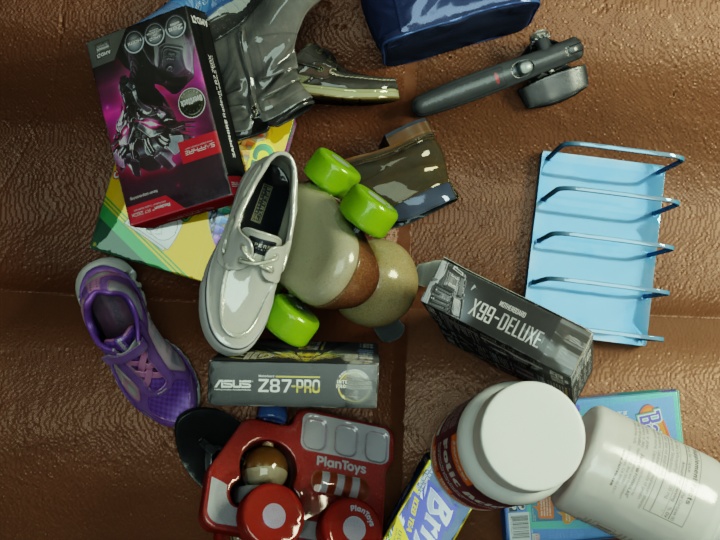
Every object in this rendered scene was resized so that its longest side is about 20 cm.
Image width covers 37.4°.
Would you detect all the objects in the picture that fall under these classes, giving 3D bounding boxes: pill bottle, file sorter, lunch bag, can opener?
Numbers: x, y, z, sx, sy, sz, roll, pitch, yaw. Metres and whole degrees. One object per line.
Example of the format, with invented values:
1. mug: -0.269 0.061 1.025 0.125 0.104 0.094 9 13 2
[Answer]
1. pill bottle: 0.139 0.169 1.021 0.113 0.200 0.115 2 75 -6
2. file sorter: 0.257 -0.028 1.122 0.138 0.123 0.201 7 87 0
3. pill bottle: 0.303 0.227 1.067 0.199 0.114 0.115 25 87 1
4. lunch bag: 0.096 -0.314 1.130 0.199 0.136 0.133 -16 87 -2
5. can opener: 0.150 -0.207 1.161 0.199 0.063 0.079 -16 88 -1

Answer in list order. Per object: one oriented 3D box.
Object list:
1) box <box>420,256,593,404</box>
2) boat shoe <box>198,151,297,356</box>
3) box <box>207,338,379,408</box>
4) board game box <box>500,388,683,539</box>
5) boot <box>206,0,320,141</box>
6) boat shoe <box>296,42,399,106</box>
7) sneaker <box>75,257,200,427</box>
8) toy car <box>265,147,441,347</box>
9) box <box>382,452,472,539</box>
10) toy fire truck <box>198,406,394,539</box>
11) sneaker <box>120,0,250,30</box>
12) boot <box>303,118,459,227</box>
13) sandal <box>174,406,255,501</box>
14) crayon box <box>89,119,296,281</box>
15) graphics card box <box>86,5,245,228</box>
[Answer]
1. box: 0.151 0.067 1.060 0.157 0.200 0.050 27 82 18
2. boat shoe: -0.099 -0.019 1.008 0.072 0.066 0.201 23 68 -14
3. box: -0.061 0.102 1.077 0.160 0.200 0.049 3 92 1
4. board game box: 0.247 0.211 1.147 0.199 0.045 0.153 -4 86 1
5. boot: -0.077 -0.225 1.104 0.199 0.070 0.132 -30 81 19
6. boat shoe: -0.055 -0.216 1.158 0.199 0.073 0.065 5 92 1
7. sneaker: -0.239 0.084 1.125 0.080 0.088 0.201 -29 102 -4
8. toy car: 0.000 0.000 1.109 0.200 0.158 0.165 27 105 -42
9. box: 0.051 0.299 1.135 0.070 0.064 0.201 30 87 2
10. toy fire truck: -0.064 0.223 1.101 0.199 0.112 0.169 15 58 -16
11. sneaker: -0.180 -0.287 1.170 0.199 0.079 0.089 -24 76 -7
12. boot: 0.009 -0.076 1.150 0.199 0.075 0.097 -30 84 -3
13. sandal: -0.130 0.233 1.138 0.076 0.043 0.201 -30 94 -15
14. crayon box: -0.179 -0.094 1.159 0.172 0.058 0.201 16 87 1
15. graphics card box: -0.196 -0.155 1.090 0.125 0.051 0.201 -14 87 20
